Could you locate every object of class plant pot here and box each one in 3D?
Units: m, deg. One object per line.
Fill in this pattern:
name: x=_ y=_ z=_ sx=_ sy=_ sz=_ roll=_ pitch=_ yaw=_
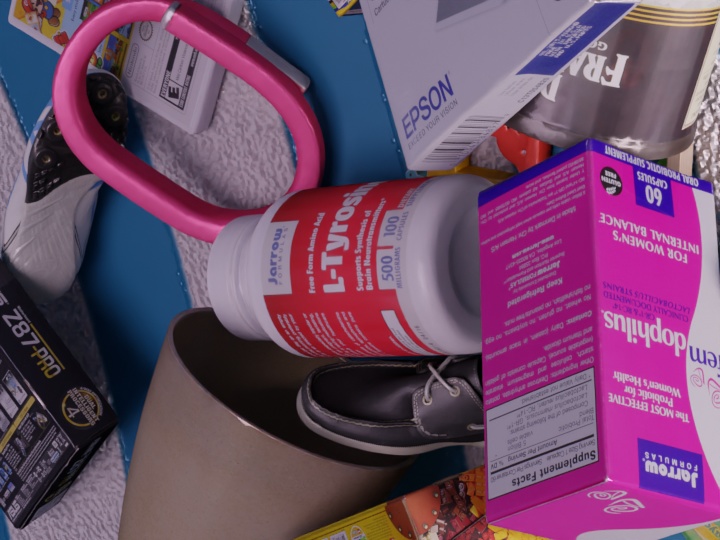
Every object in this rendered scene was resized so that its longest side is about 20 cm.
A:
plant pot: x=-0.087 y=0.159 z=1.437 sx=0.187 sy=0.187 sz=0.201 roll=35 pitch=110 yaw=19

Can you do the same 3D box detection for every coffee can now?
coffee can: x=0.148 y=-0.185 z=1.208 sx=0.146 sy=0.146 sz=0.201 roll=27 pitch=119 yaw=24

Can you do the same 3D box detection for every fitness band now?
fitness band: x=-0.116 y=-0.101 z=1.451 sx=0.199 sy=0.037 sz=0.144 roll=34 pitch=116 yaw=-5

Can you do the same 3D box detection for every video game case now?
video game case: x=-0.155 y=-0.223 z=1.479 sx=0.181 sy=0.023 sz=0.201 roll=31 pitch=122 yaw=21

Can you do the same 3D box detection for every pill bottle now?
pill bottle: x=0.000 y=0.000 z=1.372 sx=0.199 sy=0.112 sz=0.113 roll=-4 pitch=104 yaw=40

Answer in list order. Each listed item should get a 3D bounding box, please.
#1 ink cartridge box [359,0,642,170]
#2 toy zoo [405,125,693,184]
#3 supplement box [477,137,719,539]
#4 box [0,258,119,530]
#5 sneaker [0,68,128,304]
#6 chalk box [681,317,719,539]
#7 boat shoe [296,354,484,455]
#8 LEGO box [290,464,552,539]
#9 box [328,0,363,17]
ink cartridge box: x=0.060 y=-0.187 z=1.173 sx=0.200 sy=0.040 sz=0.201 roll=-42 pitch=58 yaw=52
toy zoo: x=0.115 y=-0.046 z=1.357 sx=0.199 sy=0.020 sz=0.132 roll=13 pitch=114 yaw=30
supplement box: x=0.134 y=0.044 z=1.184 sx=0.103 sy=0.101 sz=0.201 roll=-26 pitch=57 yaw=48
box: x=-0.269 y=0.095 z=1.610 sx=0.161 sy=0.049 sz=0.200 roll=51 pitch=149 yaw=7
sneaker: x=-0.221 y=-0.068 z=1.547 sx=0.073 sy=0.071 sz=0.201 roll=-113 pitch=38 yaw=-46
chalk box: x=0.235 y=0.089 z=1.260 sx=0.124 sy=0.124 sz=0.200 roll=52 pitch=128 yaw=8
boat shoe: x=0.059 y=0.076 z=1.358 sx=0.198 sy=0.072 sz=0.068 roll=3 pitch=140 yaw=-3
LEGO box: x=0.055 y=0.166 z=1.286 sx=0.200 sy=0.148 sz=0.078 roll=-32 pitch=77 yaw=60
box: x=0.048 y=-0.243 z=1.299 sx=0.200 sy=0.070 sz=0.065 roll=-43 pitch=72 yaw=37
